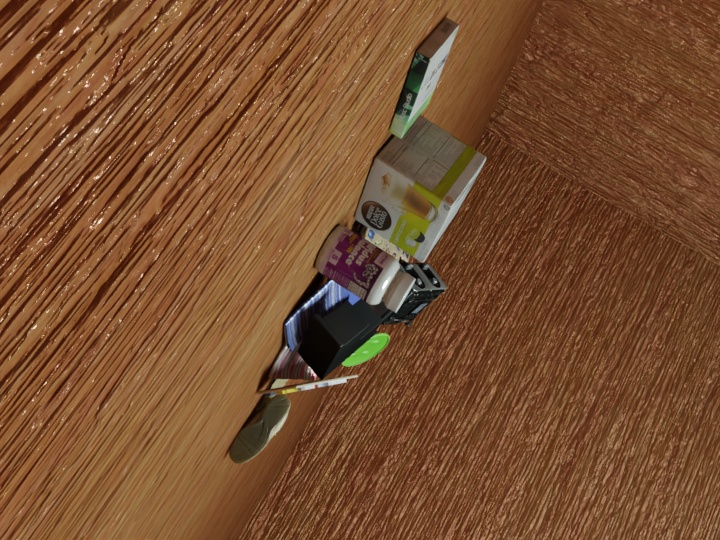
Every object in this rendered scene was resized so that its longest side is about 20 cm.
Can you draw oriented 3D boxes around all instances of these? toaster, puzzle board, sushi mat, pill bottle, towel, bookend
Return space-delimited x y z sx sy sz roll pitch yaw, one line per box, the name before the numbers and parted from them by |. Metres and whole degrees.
toaster | 0.119 0.067 1.855 0.179 0.120 0.200 -1 143 -50
puzzle board | -0.124 0.276 1.560 0.149 0.018 0.198 -17 170 43
sushi mat | -0.232 0.324 1.734 0.097 0.012 0.200 -60 173 -6
pill bottle | 0.012 0.001 1.372 0.113 0.198 0.112 -57 173 -11
towel | -0.136 0.204 1.605 0.148 0.030 0.199 -63 153 3
bookend | -0.030 0.127 1.510 0.198 0.092 0.201 -37 166 -31
towel | -0.095 0.088 1.485 0.200 0.024 0.146 -43 160 -23

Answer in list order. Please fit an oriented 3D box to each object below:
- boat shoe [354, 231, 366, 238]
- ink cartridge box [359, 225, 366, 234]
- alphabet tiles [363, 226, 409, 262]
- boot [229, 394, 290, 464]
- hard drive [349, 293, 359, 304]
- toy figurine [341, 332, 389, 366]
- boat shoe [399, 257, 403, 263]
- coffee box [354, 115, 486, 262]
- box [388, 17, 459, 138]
boat shoe | -0.022 -0.022 1.520 0.203 0.062 0.075 92 16 -57
ink cartridge box | 0.044 -0.058 1.707 0.068 0.115 0.202 -50 168 -55
alphabet tiles | 0.077 -0.093 1.601 0.007 0.167 0.203 -5 -125 42
boot | -0.253 0.410 1.673 0.201 0.072 0.155 -50 174 -17
hard drive | 0.000 0.000 1.632 0.130 0.025 0.202 -19 137 -33
toy figurine | -0.044 0.146 1.785 0.198 0.186 0.150 -3 144 -44
boat shoe | 0.047 -0.017 1.895 0.062 0.072 0.199 -20 180 -34
coffee box | 0.130 -0.186 1.464 0.201 0.196 0.201 -52 171 -37
box | 0.124 -0.380 1.300 0.145 0.036 0.201 -55 170 -37
